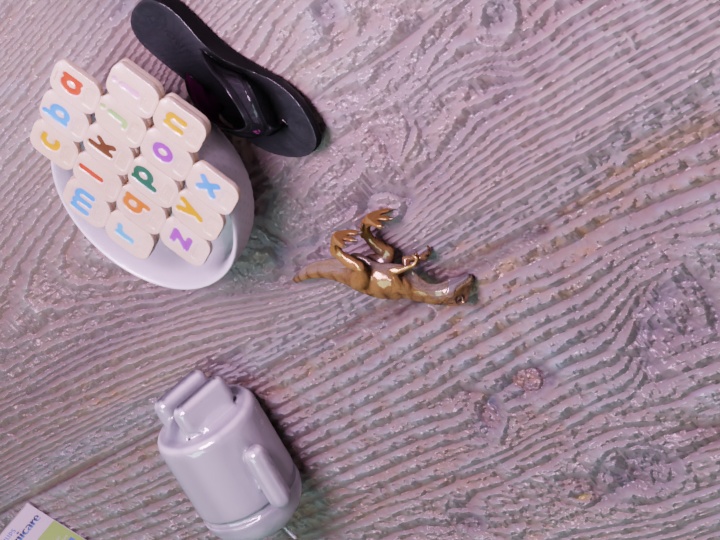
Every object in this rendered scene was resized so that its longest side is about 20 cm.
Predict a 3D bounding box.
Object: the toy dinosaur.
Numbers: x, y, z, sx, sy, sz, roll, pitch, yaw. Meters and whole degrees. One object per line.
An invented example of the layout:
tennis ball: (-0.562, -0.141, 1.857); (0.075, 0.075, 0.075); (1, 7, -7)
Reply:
toy dinosaur: (0.000, 0.000, 1.524); (0.199, 0.060, 0.107); (10, 133, 28)

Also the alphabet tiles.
alphabet tiles: (-0.197, -0.094, 1.485); (0.195, 0.015, 0.200); (36, 139, 2)

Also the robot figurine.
robot figurine: (-0.133, 0.199, 1.751); (0.169, 0.113, 0.201); (16, 139, 56)

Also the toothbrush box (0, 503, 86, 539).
toothbrush box: (-0.363, 0.405, 2.115); (0.199, 0.086, 0.146); (28, 138, 9)

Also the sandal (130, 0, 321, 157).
sandal: (-0.124, -0.158, 1.476); (0.200, 0.048, 0.075); (38, 138, 1)

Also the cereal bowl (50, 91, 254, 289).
cereal bowl: (-0.179, -0.084, 1.554); (0.199, 0.083, 0.201); (19, 134, 20)
